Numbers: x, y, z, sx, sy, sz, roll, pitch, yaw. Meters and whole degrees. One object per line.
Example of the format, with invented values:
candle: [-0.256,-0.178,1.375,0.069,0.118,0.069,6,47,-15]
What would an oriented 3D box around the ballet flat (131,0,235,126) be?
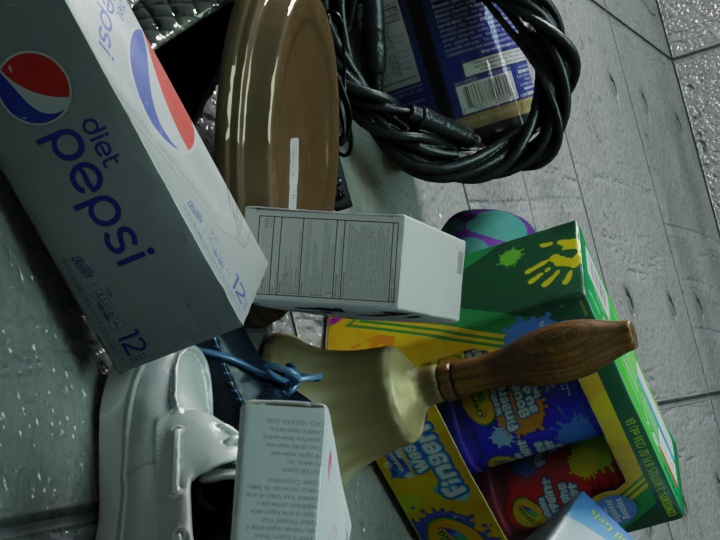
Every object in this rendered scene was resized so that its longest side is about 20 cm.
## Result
ballet flat: [-0.097,-0.087,1.059,0.201,0.056,0.067,-84,151,-52]

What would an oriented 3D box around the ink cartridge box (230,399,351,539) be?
ink cartridge box: [-0.032,0.177,0.884,0.197,0.043,0.202,85,8,-70]

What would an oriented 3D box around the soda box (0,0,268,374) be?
soda box: [-0.117,-0.060,0.929,0.201,0.068,0.064,62,20,-20]

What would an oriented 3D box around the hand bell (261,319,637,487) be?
hand bell: [0.055,0.059,1.168,0.104,0.199,0.105,-16,90,-72]

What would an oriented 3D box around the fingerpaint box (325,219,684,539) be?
fingerpaint box: [0.091,0.087,1.317,0.074,0.166,0.201,-88,156,-51]

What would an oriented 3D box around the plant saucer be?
plant saucer: [-0.042,-0.068,1.165,0.200,0.029,0.202,3,90,-79]

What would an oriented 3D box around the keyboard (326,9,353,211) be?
keyboard: [-0.033,-0.138,1.347,0.104,0.039,0.202,-6,82,-72]

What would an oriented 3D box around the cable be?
cable: [0.063,-0.142,1.451,0.163,0.051,0.200,-45,105,-22]

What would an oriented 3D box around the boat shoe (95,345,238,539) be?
boat shoe: [-0.077,0.101,0.932,0.201,0.068,0.072,-85,153,-50]

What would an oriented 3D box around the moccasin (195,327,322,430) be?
moccasin: [-0.043,0.083,1.056,0.080,0.068,0.201,-47,118,-71]

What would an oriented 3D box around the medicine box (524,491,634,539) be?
medicine box: [0.132,0.259,1.216,0.182,0.103,0.200,43,33,1]

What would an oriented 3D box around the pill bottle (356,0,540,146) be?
pill bottle: [0.054,-0.182,1.539,0.112,0.111,0.202,-26,100,-73]

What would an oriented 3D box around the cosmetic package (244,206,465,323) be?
cosmetic package: [0.000,0.000,1.116,0.200,0.082,0.051,14,81,-78]

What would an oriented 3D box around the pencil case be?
pencil case: [0.083,0.032,1.485,0.093,0.085,0.200,51,24,-17]
